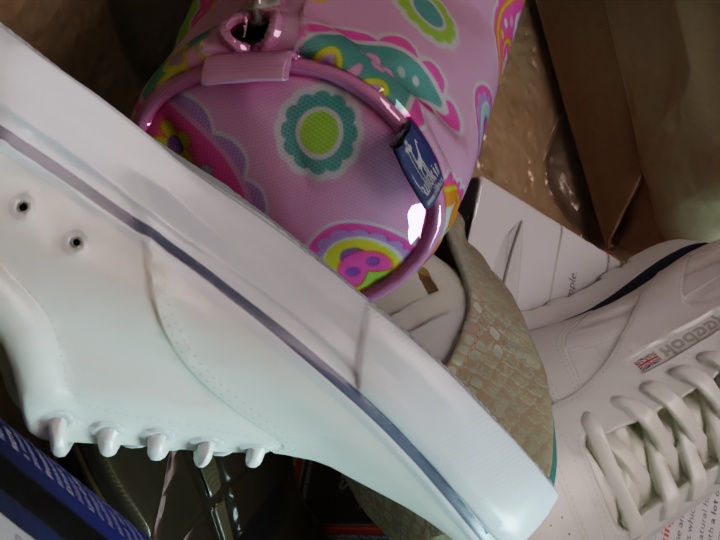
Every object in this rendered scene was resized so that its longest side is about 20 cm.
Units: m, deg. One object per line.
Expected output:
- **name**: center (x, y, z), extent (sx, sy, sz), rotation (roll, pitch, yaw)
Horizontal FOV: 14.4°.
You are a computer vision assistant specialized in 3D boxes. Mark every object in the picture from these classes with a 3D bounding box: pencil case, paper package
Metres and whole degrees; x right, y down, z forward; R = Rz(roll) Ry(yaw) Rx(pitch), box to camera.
- **pencil case**: center (-0.002, -0.072, 0.760), extent (0.088, 0.087, 0.200), rotation (59, 28, -25)
- **paper package**: center (0.151, -0.124, 0.992), extent (0.200, 0.103, 0.191), rotation (-28, 106, -47)

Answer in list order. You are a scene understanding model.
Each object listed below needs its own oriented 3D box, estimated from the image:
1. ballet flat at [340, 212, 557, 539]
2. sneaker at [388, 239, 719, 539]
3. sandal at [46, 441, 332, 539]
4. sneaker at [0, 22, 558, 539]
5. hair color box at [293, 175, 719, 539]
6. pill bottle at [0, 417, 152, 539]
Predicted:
- **ballet flat**: center (0.000, 0.000, 0.788), extent (0.062, 0.067, 0.200), rotation (40, 19, -36)
- **sneaker**: center (0.084, 0.040, 0.820), extent (0.200, 0.080, 0.077), rotation (-38, 115, -42)
- **sandal**: center (-0.051, 0.055, 0.785), extent (0.082, 0.054, 0.200), rotation (-49, 134, -37)
- **sneaker**: center (-0.047, 0.013, 0.650), extent (0.200, 0.073, 0.071), rotation (37, 90, -12)
- **hair color box**: center (0.067, 0.059, 0.904), extent (0.200, 0.064, 0.111), rotation (30, 65, -44)
- **pill bottle**: center (-0.106, 0.083, 0.631), extent (0.200, 0.112, 0.112), rotation (44, 55, -36)
